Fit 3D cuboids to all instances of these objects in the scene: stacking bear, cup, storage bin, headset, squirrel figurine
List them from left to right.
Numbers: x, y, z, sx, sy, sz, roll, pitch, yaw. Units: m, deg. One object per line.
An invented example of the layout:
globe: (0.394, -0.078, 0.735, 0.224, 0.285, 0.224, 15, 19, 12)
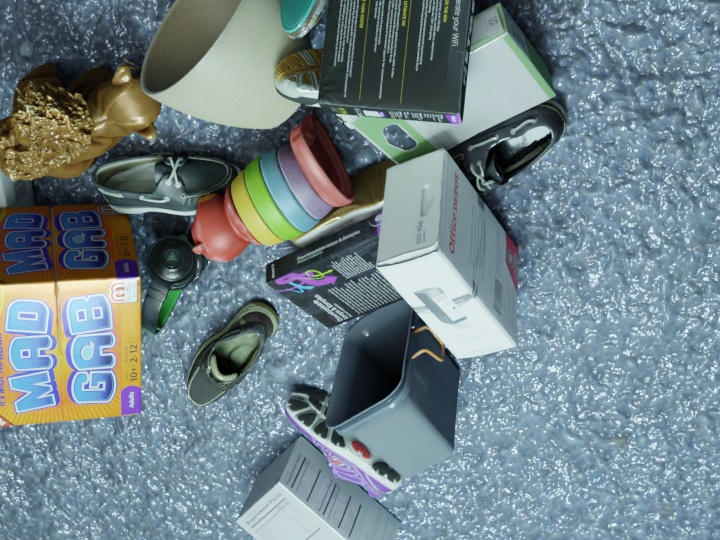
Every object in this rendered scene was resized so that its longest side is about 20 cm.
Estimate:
squirrel figurine: (-0.333, -0.176, 1.271, 0.183, 0.200, 0.144, -6, 111, 28)
headset: (-0.224, -0.008, 1.377, 0.092, 0.124, 0.203, 22, 97, -1)
cup: (-0.132, -0.243, 1.202, 0.199, 0.203, 0.142, -36, 127, 28)
stacking bear: (-0.118, -0.082, 1.279, 0.198, 0.122, 0.115, -29, 102, 15)
storage bin: (0.061, 0.147, 1.336, 0.144, 0.201, 0.134, -32, 116, 27)

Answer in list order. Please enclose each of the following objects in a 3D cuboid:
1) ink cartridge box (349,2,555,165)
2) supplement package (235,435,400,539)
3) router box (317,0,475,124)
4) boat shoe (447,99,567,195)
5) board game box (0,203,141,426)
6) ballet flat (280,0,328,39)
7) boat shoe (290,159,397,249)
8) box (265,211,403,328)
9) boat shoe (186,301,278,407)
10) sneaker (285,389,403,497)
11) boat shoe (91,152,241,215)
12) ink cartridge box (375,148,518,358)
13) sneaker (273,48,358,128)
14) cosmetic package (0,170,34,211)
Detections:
ink cartridge box: (0.099, -0.195, 1.173, 0.197, 0.049, 0.145, -24, 151, 23)
supplement package: (-0.058, 0.357, 1.514, 0.200, 0.110, 0.114, 43, 120, -8)
router box: (0.040, -0.257, 1.076, 0.146, 0.051, 0.204, 6, 88, 10)
boat shoe: (0.149, -0.128, 1.235, 0.198, 0.063, 0.073, -31, 106, 27)
board game box: (-0.388, 0.052, 1.362, 0.196, 0.201, 0.203, -3, 120, -17)
ballet flat: (-0.040, -0.337, 1.138, 0.071, 0.072, 0.205, 1, 77, 15)
boat shoe: (0.006, -0.071, 1.308, 0.197, 0.072, 0.069, -24, 129, 25)
box: (0.000, 0.000, 1.320, 0.197, 0.037, 0.143, -24, 143, 23)
boat shoe: (-0.186, 0.124, 1.458, 0.071, 0.066, 0.201, 40, 120, -7)
sneaker: (-0.032, 0.248, 1.472, 0.199, 0.081, 0.083, 42, 125, -8)
boat shoe: (-0.247, -0.112, 1.343, 0.196, 0.077, 0.060, -9, 151, 18)
ink cartridge box: (0.104, -0.015, 1.216, 0.083, 0.148, 0.200, -14, 138, 27)
sneaker: (-0.016, -0.193, 1.188, 0.076, 0.197, 0.088, 59, 137, 27)
cosmetic package: (-0.546, -0.129, 1.425, 0.196, 0.081, 0.115, 8, 120, 11)
